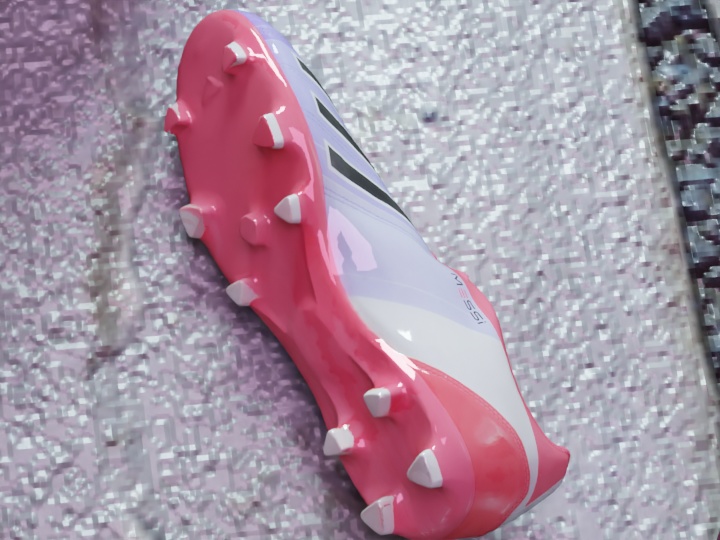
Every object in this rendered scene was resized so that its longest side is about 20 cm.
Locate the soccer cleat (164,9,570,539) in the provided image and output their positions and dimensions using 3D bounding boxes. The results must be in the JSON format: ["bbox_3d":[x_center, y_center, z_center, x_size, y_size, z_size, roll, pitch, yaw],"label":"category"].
[{"bbox_3d":[0.000,0.000,0.882,0.076,0.067,0.200,-8,62,-45],"label":"soccer cleat"}]

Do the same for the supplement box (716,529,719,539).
[{"bbox_3d":[0.186,0.078,0.864,0.110,0.086,0.200,23,68,-1],"label":"supplement box"}]
